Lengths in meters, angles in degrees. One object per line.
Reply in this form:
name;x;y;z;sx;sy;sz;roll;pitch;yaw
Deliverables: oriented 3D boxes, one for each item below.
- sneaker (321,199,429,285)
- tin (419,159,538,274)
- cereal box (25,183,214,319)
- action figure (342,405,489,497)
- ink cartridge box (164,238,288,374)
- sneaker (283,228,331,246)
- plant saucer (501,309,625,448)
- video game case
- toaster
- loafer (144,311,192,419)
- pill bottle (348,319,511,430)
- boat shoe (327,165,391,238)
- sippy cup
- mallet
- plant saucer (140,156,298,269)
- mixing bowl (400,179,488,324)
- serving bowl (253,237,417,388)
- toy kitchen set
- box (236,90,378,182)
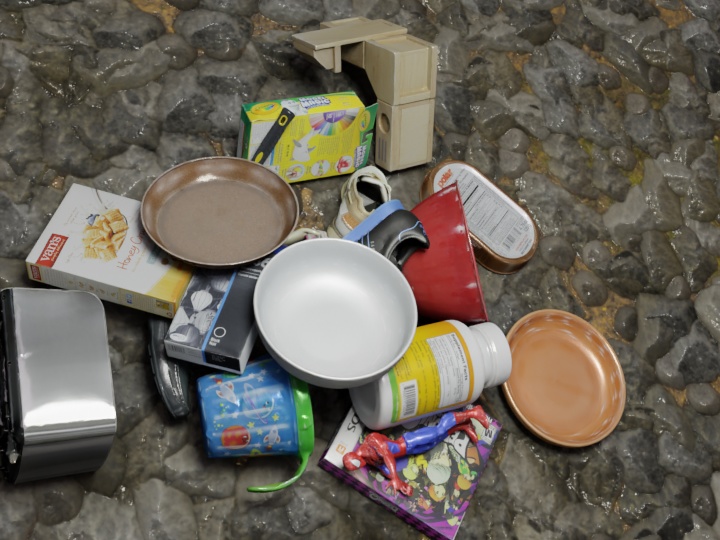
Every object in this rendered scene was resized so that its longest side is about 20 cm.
sneaker;0.000;0.000;1.350;0.200;0.070;0.078;-43;63;1
tin;0.179;-0.082;1.573;0.199;0.042;0.112;40;54;1
cereal box;-0.297;-0.027;1.320;0.196;0.040;0.145;15;49;4
action figure;0.075;0.238;1.315;0.196;0.066;0.100;-8;58;-23
ink cartridge box;-0.160;0.026;1.296;0.097;0.040;0.202;11;53;9
sneaker;-0.055;-0.011;1.417;0.196;0.088;0.083;-5;67;-23
plant saucer;0.281;0.155;1.495;0.196;0.038;0.204;9;62;-18
video game case;0.069;0.227;1.380;0.198;0.036;0.183;33;59;-3
toaster;-0.349;0.137;1.180;0.116;0.181;0.203;-3;65;-23
loafer;-0.229;0.084;1.313;0.069;0.068;0.204;-11;65;-4
pill bottle;0.090;0.127;1.349;0.197;0.111;0.113;-11;69;-24
boat shoe;0.012;-0.097;1.458;0.074;0.069;0.201;35;31;-11
sippy cup;-0.132;0.169;1.285;0.128;0.141;0.179;-8;41;-13
mallet;-0.141;-0.121;1.406;0.066;0.041;0.201;41;99;-1
plant saucer;-0.176;-0.068;1.325;0.196;0.032;0.202;3;46;-3
mixing bowl;0.104;-0.011;1.440;0.106;0.201;0.204;-13;67;7
serving bowl;-0.034;0.060;1.262;0.196;0.066;0.203;7;52;-9
toy kitchen set;-0.011;-0.263;1.568;0.161;0.184;0.199;-16;31;-30
box;-0.074;-0.185;1.476;0.197;0.119;0.049;-10;46;-24
